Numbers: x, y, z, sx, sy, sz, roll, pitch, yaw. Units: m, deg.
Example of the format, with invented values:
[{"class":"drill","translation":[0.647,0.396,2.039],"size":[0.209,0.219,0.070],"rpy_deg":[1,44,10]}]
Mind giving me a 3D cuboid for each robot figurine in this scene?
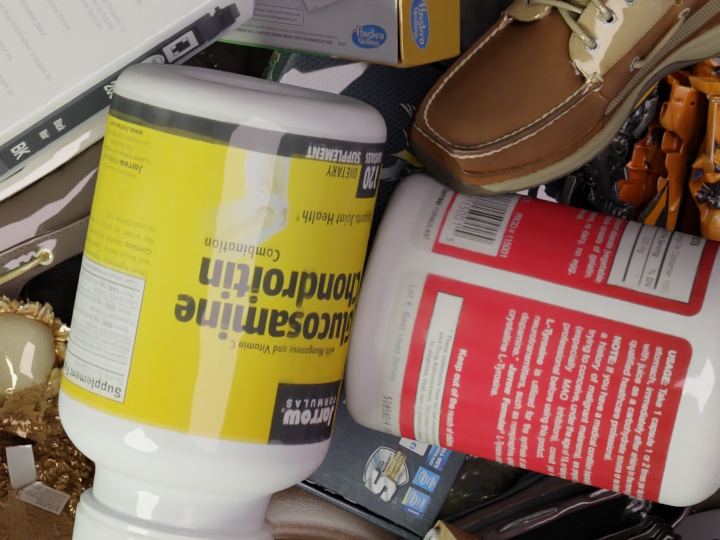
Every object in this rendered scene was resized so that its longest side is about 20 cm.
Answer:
[{"class":"robot figurine","translation":[0.148,-0.009,1.227],"size":[0.145,0.058,0.200],"rpy_deg":[-2,108,-46]}]

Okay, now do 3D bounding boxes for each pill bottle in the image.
[{"class":"pill bottle","translation":[0.101,0.034,1.125],"size":[0.200,0.112,0.112],"rpy_deg":[14,97,9]},{"class":"pill bottle","translation":[-0.060,0.023,1.083],"size":[0.112,0.112,0.200],"rpy_deg":[9,97,-13]}]

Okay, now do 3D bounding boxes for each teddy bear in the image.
[{"class":"teddy bear","translation":[-0.143,0.096,1.174],"size":[0.145,0.067,0.200],"rpy_deg":[-35,115,11]}]

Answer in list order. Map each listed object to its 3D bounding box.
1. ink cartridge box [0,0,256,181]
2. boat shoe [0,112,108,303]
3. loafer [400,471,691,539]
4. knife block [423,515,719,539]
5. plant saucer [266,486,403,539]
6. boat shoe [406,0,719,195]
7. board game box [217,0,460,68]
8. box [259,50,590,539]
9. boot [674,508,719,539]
[{"class":"ink cartridge box","translation":[-0.135,-0.163,1.124],"size":[0.200,0.043,0.198],"rpy_deg":[-33,74,-3]},{"class":"boat shoe","translation":[-0.157,-0.005,1.170],"size":[0.200,0.072,0.060],"rpy_deg":[-34,92,-3]},{"class":"loafer","translation":[0.066,0.142,1.232],"size":[0.200,0.063,0.072],"rpy_deg":[-34,107,-21]},{"class":"knife block","translation":[0.087,0.195,1.185],"size":[0.175,0.064,0.200],"rpy_deg":[30,95,-18]},{"class":"plant saucer","translation":[-0.038,0.190,1.257],"size":[0.200,0.032,0.200],"rpy_deg":[-2,99,-12]},{"class":"boat shoe","translation":[0.100,-0.109,1.140],"size":[0.200,0.076,0.074],"rpy_deg":[-37,149,-27]},{"class":"board game box","translation":[-0.028,-0.193,1.127],"size":[0.040,0.153,0.200],"rpy_deg":[-17,112,-47]},{"class":"box","translation":[0.000,0.000,1.214],"size":[0.158,0.051,0.200],"rpy_deg":[28,86,-14]},{"class":"boot","translation":[0.128,0.197,1.283],"size":[0.200,0.074,0.096],"rpy_deg":[-29,126,-12]}]
